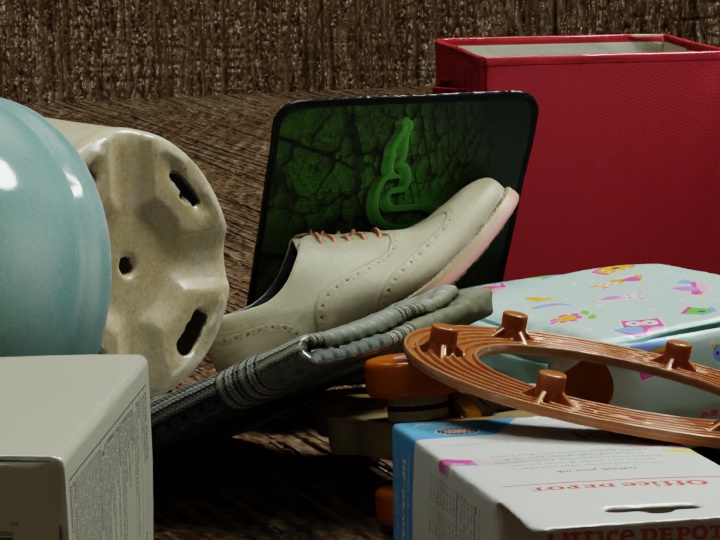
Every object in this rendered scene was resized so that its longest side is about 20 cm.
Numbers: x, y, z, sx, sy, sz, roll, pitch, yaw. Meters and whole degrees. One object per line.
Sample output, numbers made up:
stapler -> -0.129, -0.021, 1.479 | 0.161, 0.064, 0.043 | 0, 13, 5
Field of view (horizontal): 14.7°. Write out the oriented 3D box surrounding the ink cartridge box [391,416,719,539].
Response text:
ink cartridge box -> 0.093, 0.112, 1.156 | 0.115, 0.068, 0.200 | -2, 8, -14

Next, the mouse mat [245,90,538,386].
mouse mat -> 0.014, -0.015, 1.601 | 0.160, 0.201, 0.008 | -4, 36, -20

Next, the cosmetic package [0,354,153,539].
cosmetic package -> -0.134, 0.102, 1.128 | 0.073, 0.104, 0.200 | -1, 8, 4

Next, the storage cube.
storage cube -> 0.150, -0.070, 1.946 | 0.199, 0.180, 0.171 | -3, 9, -9

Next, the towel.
towel -> -0.052, 0.055, 1.401 | 0.192, 0.035, 0.200 | -27, -6, 30

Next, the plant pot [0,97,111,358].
plant pot -> -0.233, 0.002, 1.271 | 0.200, 0.201, 0.134 | 5, -7, 33

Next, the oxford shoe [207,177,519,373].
oxford shoe -> 0.000, 0.000, 1.558 | 0.200, 0.074, 0.071 | -37, 3, -14

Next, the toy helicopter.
toy helicopter -> 0.039, 0.074, 1.393 | 0.132, 0.079, 0.200 | -7, 4, -24

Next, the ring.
ring -> 0.118, 0.047, 1.281 | 0.200, 0.019, 0.200 | 10, 10, -2

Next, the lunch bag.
lunch bag -> 0.133, 0.049, 1.520 | 0.160, 0.077, 0.200 | -11, 11, -26

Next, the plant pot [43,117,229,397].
plant pot -> -0.172, -0.003, 1.413 | 0.183, 0.201, 0.200 | 0, 7, 43
